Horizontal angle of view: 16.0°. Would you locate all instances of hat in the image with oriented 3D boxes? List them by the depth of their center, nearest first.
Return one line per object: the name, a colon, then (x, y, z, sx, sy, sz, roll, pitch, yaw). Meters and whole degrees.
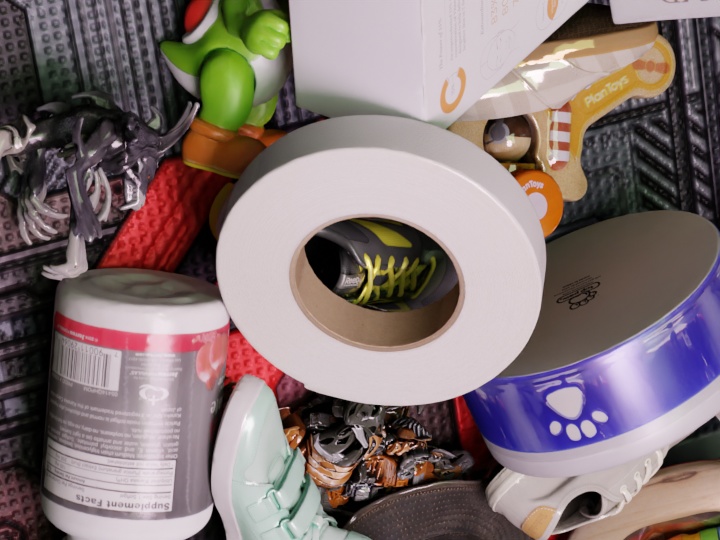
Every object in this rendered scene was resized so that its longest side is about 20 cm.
hat: (0.054, 0.239, 1.718, 0.200, 0.081, 0.201, -14, 126, -19)

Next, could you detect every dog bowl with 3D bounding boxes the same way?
dog bowl: (0.159, 0.046, 1.674, 0.200, 0.200, 0.079, -33, 112, -13)

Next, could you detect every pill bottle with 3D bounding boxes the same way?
pill bottle: (-0.143, 0.106, 1.602, 0.110, 0.111, 0.201, 0, 104, -24)

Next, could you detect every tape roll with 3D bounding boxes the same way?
tape roll: (0.012, -0.003, 1.546, 0.202, 0.037, 0.203, 5, 129, 6)

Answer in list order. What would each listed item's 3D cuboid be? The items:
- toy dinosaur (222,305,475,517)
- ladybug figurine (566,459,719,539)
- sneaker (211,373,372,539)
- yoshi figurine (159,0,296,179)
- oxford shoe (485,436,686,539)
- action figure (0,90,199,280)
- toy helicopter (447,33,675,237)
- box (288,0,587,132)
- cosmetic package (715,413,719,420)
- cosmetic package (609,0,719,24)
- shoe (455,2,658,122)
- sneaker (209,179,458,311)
toy dinosaur: (-0.005, 0.103, 1.680, 0.200, 0.102, 0.136, 8, 118, -47)
ladybug figurine: (0.238, 0.191, 1.786, 0.199, 0.072, 0.136, -12, 109, 15)
sneaker: (-0.026, 0.152, 1.618, 0.118, 0.074, 0.201, 7, 127, 17)
yoshi figurine: (-0.048, -0.159, 1.583, 0.112, 0.112, 0.201, 1, 101, -32)
oxford shoe: (0.170, 0.133, 1.729, 0.200, 0.058, 0.075, -22, 152, -37)
action figure: (-0.193, -0.052, 1.538, 0.199, 0.119, 0.102, -9, 104, -10)
toy helicopter: (0.127, -0.112, 1.703, 0.200, 0.079, 0.133, -32, 106, -26)
box: (0.051, -0.184, 1.559, 0.200, 0.097, 0.125, -43, 142, -41)
cosmetic package: (0.314, 0.018, 1.731, 0.103, 0.073, 0.200, 23, 108, -37)
cosmetic package: (0.247, -0.278, 1.614, 0.166, 0.167, 0.201, -39, 123, -54)
shoe: (0.095, -0.129, 1.636, 0.199, 0.070, 0.054, -11, 121, -14)
sneaker: (0.000, 0.000, 1.644, 0.199, 0.085, 0.075, 12, 114, -19)
